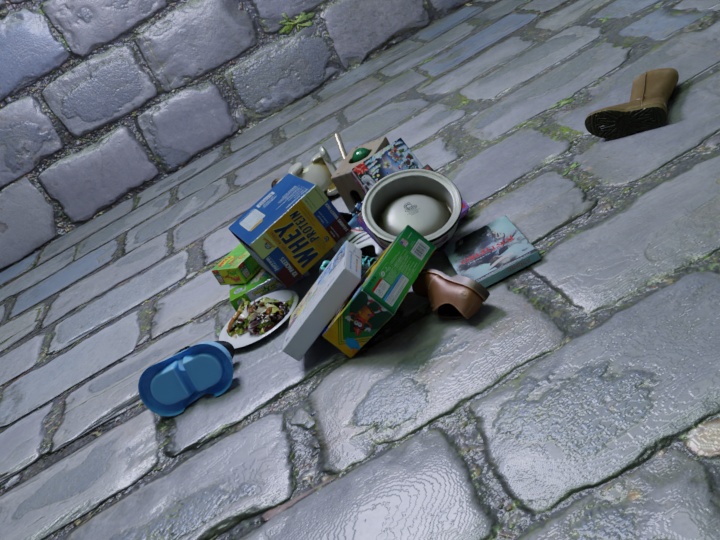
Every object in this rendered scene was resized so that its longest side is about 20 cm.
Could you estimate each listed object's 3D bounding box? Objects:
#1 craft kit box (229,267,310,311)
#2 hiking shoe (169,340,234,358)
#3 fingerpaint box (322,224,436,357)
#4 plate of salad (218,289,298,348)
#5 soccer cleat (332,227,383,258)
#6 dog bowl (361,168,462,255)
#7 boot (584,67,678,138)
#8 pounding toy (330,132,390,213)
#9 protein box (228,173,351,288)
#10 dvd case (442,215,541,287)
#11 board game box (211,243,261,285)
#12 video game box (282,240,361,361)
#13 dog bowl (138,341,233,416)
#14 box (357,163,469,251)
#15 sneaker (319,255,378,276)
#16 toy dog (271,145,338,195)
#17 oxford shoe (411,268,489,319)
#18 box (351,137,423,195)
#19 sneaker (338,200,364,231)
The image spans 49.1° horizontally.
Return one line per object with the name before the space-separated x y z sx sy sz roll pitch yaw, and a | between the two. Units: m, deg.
craft kit box | -0.223 0.004 1.904 0.197 0.049 0.200 -31 23 3
hiking shoe | -0.350 0.184 1.649 0.199 0.076 0.101 -25 28 13
fingerpaint box | 0.033 0.036 1.426 0.200 0.073 0.167 -54 3 -42
plate of salad | -0.227 0.097 1.718 0.199 0.048 0.200 -24 24 11
soccer cleat | -0.004 -0.049 1.734 0.199 0.069 0.085 -4 43 45
dog bowl | 0.105 -0.107 1.577 0.199 0.074 0.201 -5 52 7
boot | 0.585 -0.361 1.694 0.174 0.066 0.200 0 36 27
pounding toy | 0.009 -0.227 1.901 0.142 0.201 0.184 -15 27 31
protein box | -0.163 -0.095 1.778 0.198 0.135 0.200 -43 26 -8
dvd case | 0.240 -0.033 1.480 0.145 0.022 0.200 -27 25 5
board game box | -0.263 -0.045 1.934 0.101 0.048 0.200 -6 33 43
video game box | -0.070 0.054 1.503 0.200 0.047 0.182 -53 13 15
dog bowl | -0.340 0.209 1.557 0.199 0.112 0.050 -26 11 9
box | 0.112 -0.118 1.665 0.200 0.137 0.039 -37 -17 -16
sneaker | 0.000 0.000 1.599 0.199 0.091 0.078 -18 27 24
toy dog | -0.157 -0.243 2.203 0.199 0.140 0.194 -28 11 4
oxford shoe | 0.140 0.045 1.388 0.071 0.071 0.200 -56 24 -11
box | 0.090 -0.177 1.738 0.137 0.200 0.040 -34 -14 -8
sneaker | 0.021 -0.116 1.803 0.199 0.090 0.078 -12 29 28
